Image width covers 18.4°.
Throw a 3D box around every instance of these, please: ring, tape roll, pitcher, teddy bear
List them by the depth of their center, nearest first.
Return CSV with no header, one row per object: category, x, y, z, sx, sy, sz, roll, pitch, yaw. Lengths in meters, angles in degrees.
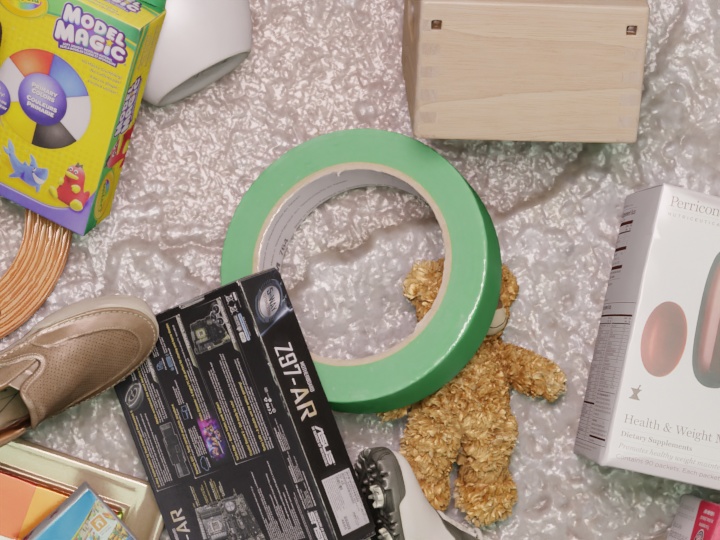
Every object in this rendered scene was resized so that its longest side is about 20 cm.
pitcher,-0.158,-0.226,1.565,0.121,0.172,0.200,-29,89,-10
tape roll,0.000,0.000,1.590,0.200,0.048,0.201,-5,74,17
teddy bear,0.076,0.089,1.617,0.145,0.067,0.201,22,88,-4
ring,-0.310,-0.039,1.626,0.200,0.019,0.201,0,87,-3

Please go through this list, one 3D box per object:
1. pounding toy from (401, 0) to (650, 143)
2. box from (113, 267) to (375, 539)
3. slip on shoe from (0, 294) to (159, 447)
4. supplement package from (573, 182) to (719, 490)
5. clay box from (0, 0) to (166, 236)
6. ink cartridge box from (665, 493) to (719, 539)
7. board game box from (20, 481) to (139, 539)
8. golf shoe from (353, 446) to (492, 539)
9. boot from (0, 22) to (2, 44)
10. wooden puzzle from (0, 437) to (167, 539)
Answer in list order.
pounding toy,0.099,-0.195,1.581,0.183,0.200,0.143,1,116,-3
box,-0.090,0.116,1.569,0.160,0.043,0.201,-23,88,41
slip on shoe,-0.228,0.081,1.524,0.199,0.061,0.076,-20,128,-13
supplement package,0.272,0.058,1.589,0.190,0.147,0.201,12,88,-2
clay box,-0.209,-0.136,1.542,0.115,0.048,0.201,25,123,10
ink cartridge box,0.244,0.270,1.579,0.083,0.145,0.201,22,87,-2
board game box,-0.182,0.273,1.574,0.147,0.064,0.200,-42,95,-7
golf shoe,0.051,0.197,1.587,0.088,0.077,0.201,-26,123,-13
boot,-0.327,-0.142,1.572,0.064,0.200,0.187,11,110,-39
wooden puzzle,-0.259,0.217,1.609,0.199,0.037,0.186,19,87,-2
